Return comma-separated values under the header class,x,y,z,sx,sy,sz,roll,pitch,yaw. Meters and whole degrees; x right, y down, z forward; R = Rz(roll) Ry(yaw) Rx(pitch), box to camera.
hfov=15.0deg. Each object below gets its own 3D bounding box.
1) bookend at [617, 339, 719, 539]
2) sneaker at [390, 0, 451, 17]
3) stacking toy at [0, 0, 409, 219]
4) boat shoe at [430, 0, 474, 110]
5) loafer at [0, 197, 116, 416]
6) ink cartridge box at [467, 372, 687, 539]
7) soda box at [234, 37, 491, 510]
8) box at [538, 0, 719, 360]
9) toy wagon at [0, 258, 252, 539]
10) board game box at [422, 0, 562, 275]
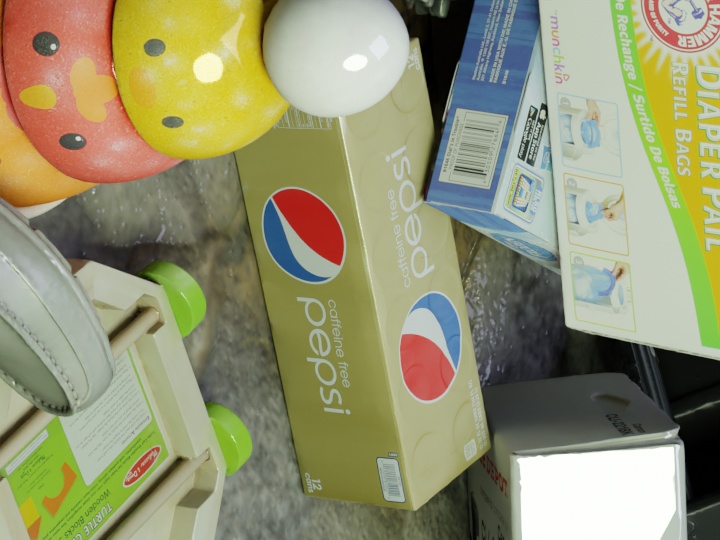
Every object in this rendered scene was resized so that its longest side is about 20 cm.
class,x,y,z,sx,sy,sz,roll,pitch,yaw
bookend,0.240,0.058,1.365,0.199,0.199,0.092,-97,164,-52
sneaker,-0.008,-0.182,1.169,0.200,0.071,0.098,36,67,-48
stacking toy,-0.069,-0.087,0.984,0.146,0.199,0.147,-7,98,-54
boat shoe,0.065,-0.159,1.281,0.072,0.075,0.201,-41,135,-49
loafer,-0.165,-0.009,0.964,0.200,0.070,0.070,46,59,-28
ink cartridge box,0.102,0.161,1.288,0.144,0.083,0.201,-124,-148,-79
soda box,0.000,0.000,1.206,0.068,0.064,0.201,-34,121,-47
box,0.150,-0.077,1.191,0.112,0.101,0.201,-38,131,-47
toy wagon,-0.103,0.098,1.093,0.155,0.039,0.201,-45,128,-42
board game box,0.113,-0.100,1.263,0.199,0.043,0.201,25,78,-57
